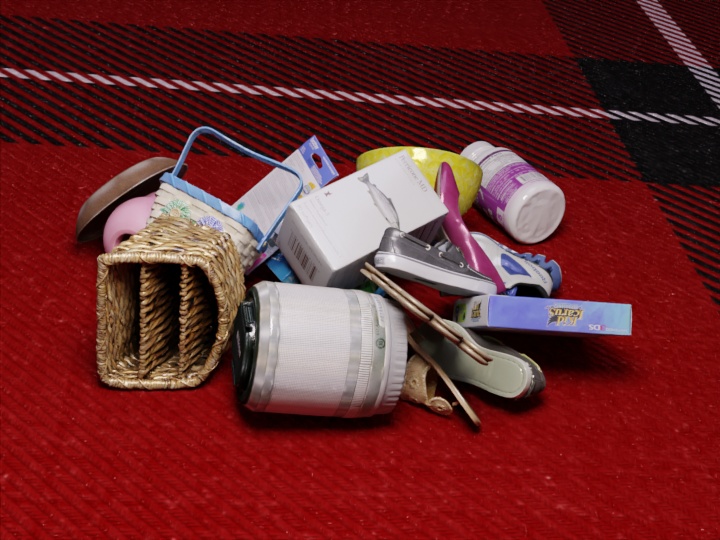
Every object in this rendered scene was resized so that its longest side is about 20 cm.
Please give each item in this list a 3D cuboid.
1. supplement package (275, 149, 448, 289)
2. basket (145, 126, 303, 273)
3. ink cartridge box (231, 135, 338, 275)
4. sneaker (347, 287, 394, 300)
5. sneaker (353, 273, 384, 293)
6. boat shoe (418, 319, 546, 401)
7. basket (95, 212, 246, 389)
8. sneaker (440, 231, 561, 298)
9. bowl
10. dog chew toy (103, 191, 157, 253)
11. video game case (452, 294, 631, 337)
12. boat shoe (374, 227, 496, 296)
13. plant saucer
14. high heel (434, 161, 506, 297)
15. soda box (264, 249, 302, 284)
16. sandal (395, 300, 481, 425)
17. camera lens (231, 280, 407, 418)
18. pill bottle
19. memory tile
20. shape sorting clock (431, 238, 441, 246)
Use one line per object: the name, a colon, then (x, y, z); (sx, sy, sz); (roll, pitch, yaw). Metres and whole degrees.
supplement package: (0.001, -0.060, 1.618); (0.199, 0.118, 0.117); (-28, 73, -26)
basket: (-0.193, -0.080, 1.587); (0.175, 0.139, 0.201); (24, 72, 12)
ink cartridge box: (-0.116, -0.096, 1.695); (0.042, 0.200, 0.120); (41, 11, -39)
sneaker: (-0.038, 0.065, 1.587); (0.198, 0.083, 0.073); (-6, 11, -26)
sneaker: (0.000, 0.000, 1.699); (0.073, 0.084, 0.201); (16, 44, 10)
boat shoe: (0.159, 0.122, 1.566); (0.200, 0.072, 0.060); (26, 9, 42)
basket: (-0.237, 0.055, 1.468); (0.141, 0.202, 0.149); (19, 31, 17)
sneaker: (0.199, 0.012, 1.733); (0.197, 0.081, 0.115); (14, 30, 8)
bowl: (0.087, -0.107, 1.785); (0.198, 0.109, 0.200); (5, -13, 1)
dog chew toy: (-0.296, -0.062, 1.727); (0.123, 0.126, 0.200); (14, 25, 12)
video game case: (0.244, 0.063, 1.592); (0.198, 0.046, 0.181); (4, -4, -10)
boat shoe: (0.106, -0.012, 1.568); (0.198, 0.067, 0.070); (16, -10, -27)
plant saucer: (-0.349, -0.113, 1.735); (0.037, 0.200, 0.200); (54, 43, 1)
high heel: (0.155, -0.058, 1.672); (0.095, 0.203, 0.067); (-2, -6, -3)
soda box: (-0.124, -0.038, 1.742); (0.064, 0.068, 0.200); (-44, 44, -2)
sandal: (0.076, 0.139, 1.530); (0.069, 0.078, 0.212); (-35, 59, 2)
camera lens: (-0.056, 0.100, 1.455); (0.198, 0.161, 0.161); (6, 31, -15)
pill bottle: (0.245, -0.138, 1.953); (0.111, 0.113, 0.200); (-10, 35, -26)
memory tile: (0.080, 0.054, 1.478); (0.153, 0.017, 0.200); (37, 1, -21)
shape sorting clock: (0.045, -0.061, 1.859); (0.197, 0.040, 0.201); (5, 36, -4)
